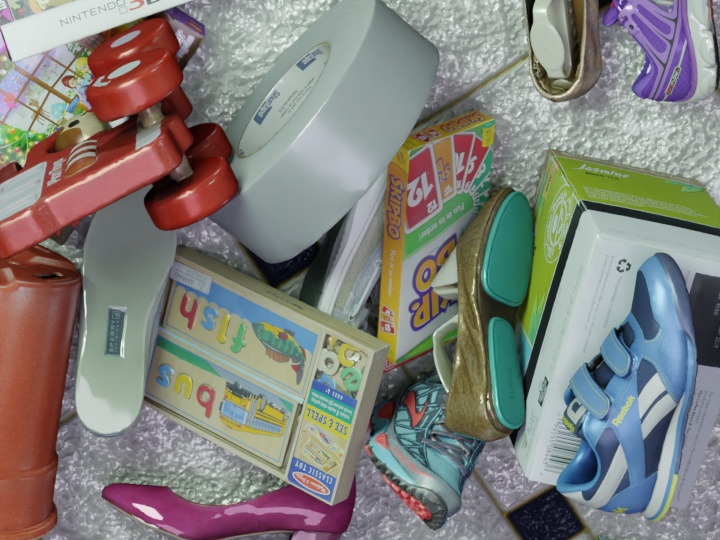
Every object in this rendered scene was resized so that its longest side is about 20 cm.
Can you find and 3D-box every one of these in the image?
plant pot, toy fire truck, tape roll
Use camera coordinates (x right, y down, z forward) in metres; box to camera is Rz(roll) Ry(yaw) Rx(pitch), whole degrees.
[{"bbox_3d":[-0.302,0.076,1.632,0.200,0.201,0.196,14,102,-10],"label":"plant pot"},{"bbox_3d":[-0.185,-0.082,1.524,0.167,0.200,0.112,-25,110,3],"label":"toy fire truck"},{"bbox_3d":[-0.032,-0.104,1.572,0.066,0.200,0.200,37,104,-17],"label":"tape roll"}]

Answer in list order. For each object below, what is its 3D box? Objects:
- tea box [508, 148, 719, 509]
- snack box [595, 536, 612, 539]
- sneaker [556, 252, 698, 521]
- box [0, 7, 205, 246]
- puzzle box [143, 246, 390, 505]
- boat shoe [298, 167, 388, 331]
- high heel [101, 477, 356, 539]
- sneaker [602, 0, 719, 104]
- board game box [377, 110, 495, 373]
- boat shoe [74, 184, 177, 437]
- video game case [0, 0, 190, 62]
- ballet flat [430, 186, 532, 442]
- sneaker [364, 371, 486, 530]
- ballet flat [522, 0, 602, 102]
[{"bbox_3d":[0.194,0.040,1.650,0.133,0.197,0.201,11,109,-10],"label":"tea box"},{"bbox_3d":[0.247,0.343,1.844,0.168,0.068,0.201,15,107,-10],"label":"snack box"},{"bbox_3d":[0.187,0.084,1.523,0.082,0.074,0.201,4,110,-5],"label":"sneaker"},{"bbox_3d":[-0.227,-0.135,1.629,0.137,0.039,0.200,32,105,-15],"label":"box"},{"bbox_3d":[-0.080,0.080,1.672,0.200,0.025,0.134,24,112,26],"label":"puzzle box"},{"bbox_3d":[0.000,-0.001,1.686,0.065,0.074,0.203,18,100,-14],"label":"boat shoe"},{"bbox_3d":[-0.105,0.179,1.762,0.199,0.067,0.097,18,87,-12],"label":"high heel"},{"bbox_3d":[0.218,-0.217,1.621,0.083,0.081,0.201,-7,110,9],"label":"sneaker"},{"bbox_3d":[0.056,-0.017,1.671,0.095,0.030,0.201,-22,130,-39],"label":"board game box"},{"bbox_3d":[-0.187,0.028,1.675,0.070,0.072,0.202,10,84,-11],"label":"boat shoe"},{"bbox_3d":[-0.198,-0.271,1.551,0.181,0.036,0.201,-20,103,-9],"label":"video game case"},{"bbox_3d":[0.087,0.034,1.639,0.072,0.201,0.068,-12,156,35],"label":"ballet flat"},{"bbox_3d":[0.058,0.124,1.670,0.095,0.200,0.079,-39,107,8],"label":"sneaker"},{"bbox_3d":[0.145,-0.217,1.608,0.068,0.067,0.201,2,114,30],"label":"ballet flat"}]
